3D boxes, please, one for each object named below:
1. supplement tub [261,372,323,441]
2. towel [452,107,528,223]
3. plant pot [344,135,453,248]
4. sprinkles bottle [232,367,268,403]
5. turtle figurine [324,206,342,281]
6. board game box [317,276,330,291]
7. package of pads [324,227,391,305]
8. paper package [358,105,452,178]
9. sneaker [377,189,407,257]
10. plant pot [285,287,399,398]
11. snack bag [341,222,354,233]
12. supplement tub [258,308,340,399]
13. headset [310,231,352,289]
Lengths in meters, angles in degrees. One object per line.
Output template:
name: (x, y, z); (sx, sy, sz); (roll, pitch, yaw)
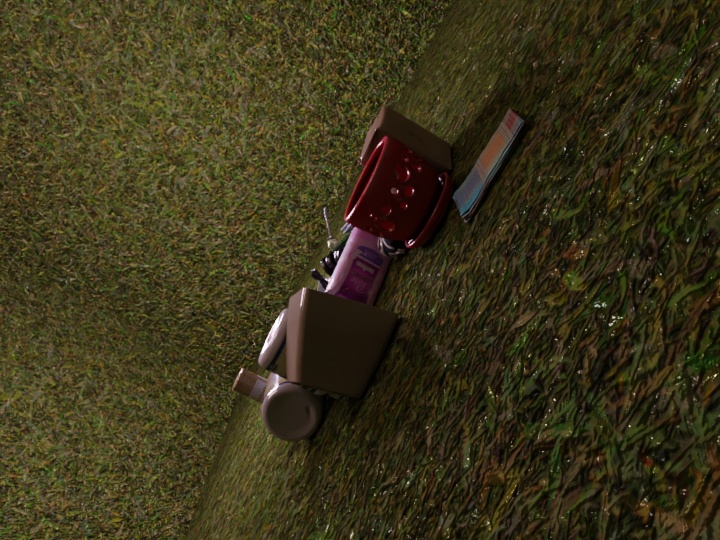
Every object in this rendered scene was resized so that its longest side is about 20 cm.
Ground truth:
supplement tub: (-0.161, 0.306, 1.667); (0.146, 0.143, 0.200); (-61, 9, 13)
towel: (0.231, -0.194, 1.246); (0.201, 0.021, 0.147); (-60, 10, 20)
plant pot: (0.084, -0.154, 1.458); (0.202, 0.181, 0.201); (-59, 10, 16)
sprinkles bottle: (-0.258, 0.346, 1.930); (0.069, 0.198, 0.068); (-60, 9, 16)
turtle figurine: (-0.029, -0.052, 1.968); (0.143, 0.199, 0.196); (-4, -56, -59)
board game box: (-0.100, 0.116, 1.981); (0.200, 0.063, 0.150); (-98, 13, -75)
package of pads: (0.000, 0.000, 1.698); (0.202, 0.119, 0.076); (-66, 11, -24)
paper package: (0.108, -0.278, 1.617); (0.104, 0.198, 0.191); (-57, 11, 29)
sneaker: (0.089, -0.128, 1.604); (0.129, 0.078, 0.202); (-164, 82, -71)
plant pot: (-0.058, 0.157, 1.400); (0.200, 0.197, 0.180); (150, 135, -73)
snack bag: (0.057, -0.168, 1.791); (0.198, 0.022, 0.189); (-26, -7, -22)
supplement tub: (-0.114, 0.191, 1.549); (0.146, 0.198, 0.145); (-60, 9, 16)
headset: (-0.062, -0.033, 1.782); (0.123, 0.094, 0.201); (-31, 26, 45)
